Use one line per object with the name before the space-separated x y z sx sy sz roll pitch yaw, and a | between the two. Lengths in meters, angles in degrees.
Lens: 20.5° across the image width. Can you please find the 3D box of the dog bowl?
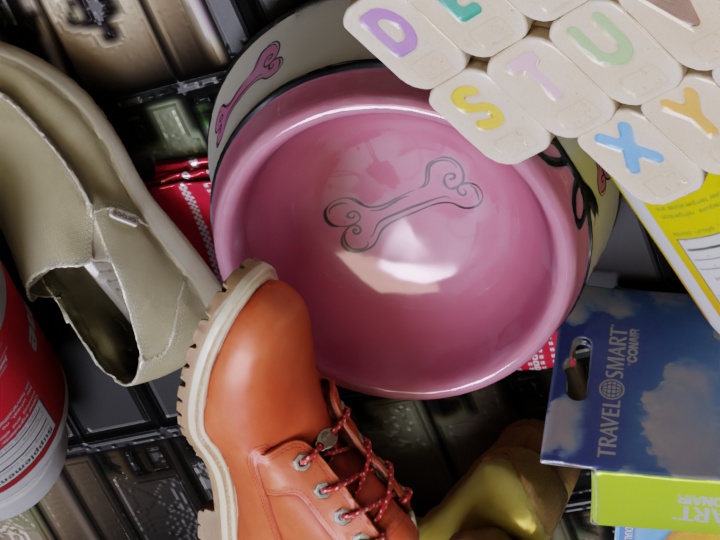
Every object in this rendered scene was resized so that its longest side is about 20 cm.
dog bowl | 0.019 -0.026 0.917 0.199 0.074 0.201 5 127 7

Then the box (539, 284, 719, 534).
box | 0.190 0.068 0.944 0.198 0.122 0.048 4 135 10

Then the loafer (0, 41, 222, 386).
loafer | -0.142 -0.025 0.964 0.200 0.068 0.076 49 138 -12

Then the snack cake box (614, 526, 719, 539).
snack cake box | 0.190 0.152 1.042 0.114 0.067 0.201 4 127 10

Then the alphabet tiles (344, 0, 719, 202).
alphabet tiles | 0.081 -0.101 0.748 0.195 0.015 0.200 42 146 -17

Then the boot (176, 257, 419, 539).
boot | -0.020 0.082 0.896 0.107 0.075 0.201 20 139 26

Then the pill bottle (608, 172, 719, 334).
pill bottle | 0.174 -0.043 0.876 0.109 0.110 0.200 -24 118 26

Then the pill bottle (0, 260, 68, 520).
pill bottle | -0.210 0.052 0.991 0.111 0.113 0.200 4 154 9

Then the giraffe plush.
giraffe plush | 0.003 0.155 1.033 0.161 0.173 0.201 24 110 8

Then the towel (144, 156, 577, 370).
towel | 0.000 0.000 1.000 0.198 0.023 0.145 -5 125 15
